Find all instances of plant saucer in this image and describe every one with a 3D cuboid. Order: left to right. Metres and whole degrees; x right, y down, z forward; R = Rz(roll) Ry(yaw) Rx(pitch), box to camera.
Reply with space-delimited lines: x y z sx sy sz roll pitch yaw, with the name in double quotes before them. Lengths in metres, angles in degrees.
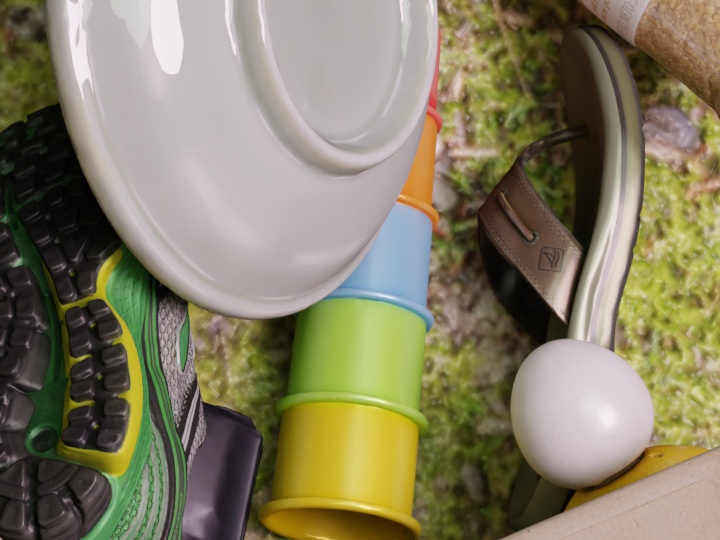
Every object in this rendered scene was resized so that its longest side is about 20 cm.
"plant saucer" -0.022 -0.085 0.834 0.200 0.050 0.202 7 82 -56

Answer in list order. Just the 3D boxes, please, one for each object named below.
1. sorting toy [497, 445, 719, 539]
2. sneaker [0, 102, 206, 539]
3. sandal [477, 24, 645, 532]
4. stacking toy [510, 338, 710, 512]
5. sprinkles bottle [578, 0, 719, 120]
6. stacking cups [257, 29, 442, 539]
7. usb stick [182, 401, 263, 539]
"sorting toy" 0.081 0.173 0.819 0.199 0.036 0.186 -24 80 10
"sneaker" -0.091 0.021 0.849 0.077 0.085 0.201 -10 50 16
"sandal" 0.070 -0.001 0.953 0.057 0.080 0.202 10 73 -1
"stacking toy" 0.111 0.113 0.885 0.146 0.146 0.201 -37 96 -23
"sprinkles bottle" 0.089 -0.140 0.965 0.200 0.068 0.068 41 66 17
"stacking cups" 0.000 0.000 0.943 0.060 0.061 0.201 11 67 -15
"usb stick" -0.077 0.140 0.888 0.055 0.033 0.201 18 71 -20
